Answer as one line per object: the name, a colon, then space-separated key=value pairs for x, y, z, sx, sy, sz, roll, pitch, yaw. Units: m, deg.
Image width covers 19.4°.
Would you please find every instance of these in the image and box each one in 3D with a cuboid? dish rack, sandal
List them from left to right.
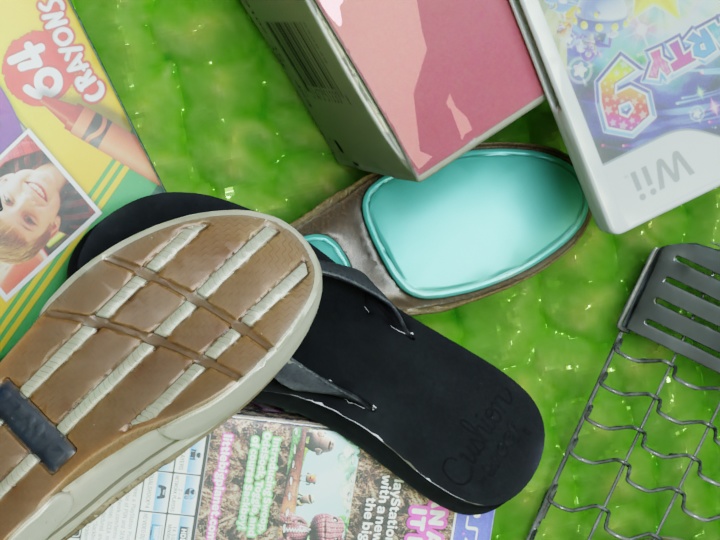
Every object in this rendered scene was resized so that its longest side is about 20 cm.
sandal: x=-0.016 y=0.025 z=0.817 sx=0.200 sy=0.043 sz=0.076 roll=25 pitch=66 yaw=-6
dish rack: x=0.152 y=0.094 z=0.911 sx=0.153 sy=0.055 sz=0.201 roll=26 pitch=99 yaw=14

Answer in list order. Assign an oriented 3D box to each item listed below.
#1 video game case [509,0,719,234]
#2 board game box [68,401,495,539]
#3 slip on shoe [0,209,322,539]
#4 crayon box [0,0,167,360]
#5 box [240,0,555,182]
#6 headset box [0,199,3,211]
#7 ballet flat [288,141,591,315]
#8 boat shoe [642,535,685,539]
video game case: x=0.120 y=-0.133 z=0.801 sx=0.143 sy=0.018 sz=0.201 roll=-26 pitch=103 yaw=-12
board game box: x=-0.057 y=0.131 z=0.875 sx=0.199 sy=0.097 sz=0.160 roll=8 pitch=94 yaw=-16
slip on shoe: x=-0.098 y=0.053 z=0.773 sx=0.200 sy=0.061 sz=0.076 roll=-43 pitch=78 yaw=-6
crayon box: x=-0.188 y=-0.055 z=0.839 sx=0.172 sy=0.058 sz=0.200 roll=-29 pitch=103 yaw=-10
box: x=0.060 y=-0.136 z=0.860 sx=0.200 sy=0.128 sz=0.109 roll=-34 pitch=103 yaw=-10
headset box: x=-0.230 y=-0.022 z=0.758 sx=0.199 sy=0.075 sz=0.149 roll=-15 pitch=104 yaw=-16
ballet flat: x=0.000 y=0.000 z=0.888 sx=0.200 sy=0.072 sz=0.068 roll=-25 pitch=87 yaw=-11
boat shoe: x=0.198 y=0.193 z=0.972 sx=0.200 sy=0.063 sz=0.073 roll=34 pitch=96 yaw=0
